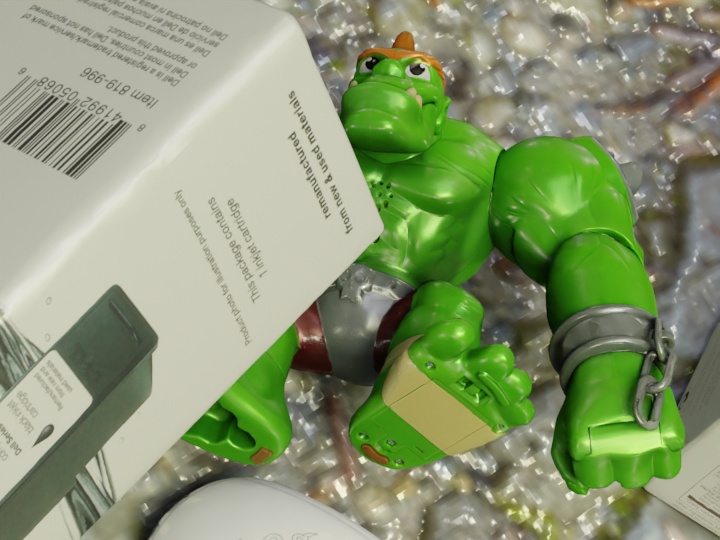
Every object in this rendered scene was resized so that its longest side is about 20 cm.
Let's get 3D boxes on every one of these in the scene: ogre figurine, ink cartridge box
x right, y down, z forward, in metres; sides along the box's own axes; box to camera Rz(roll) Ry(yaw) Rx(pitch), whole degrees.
[{"bbox_3d":[0.000,0.000,0.837,0.098,0.199,0.120,62,34,-36],"label":"ogre figurine"},{"bbox_3d":[-0.116,0.005,0.755,0.146,0.083,0.200,26,62,40],"label":"ink cartridge box"}]

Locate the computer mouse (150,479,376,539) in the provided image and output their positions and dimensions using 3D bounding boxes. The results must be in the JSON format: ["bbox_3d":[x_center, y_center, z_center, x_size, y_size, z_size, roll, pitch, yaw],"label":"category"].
[{"bbox_3d":[0.019,0.136,0.808,0.200,0.044,0.110,44,61,3],"label":"computer mouse"}]

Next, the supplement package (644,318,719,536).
[{"bbox_3d":[0.186,0.017,0.837,0.113,0.200,0.110,32,61,-4],"label":"supplement package"}]
